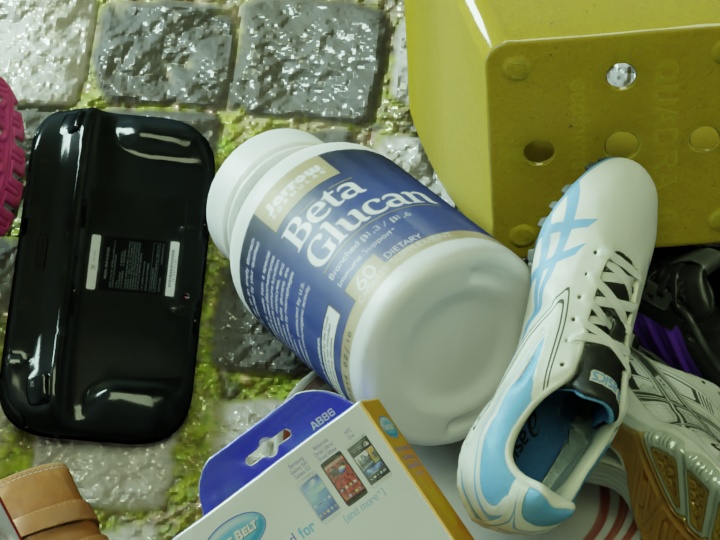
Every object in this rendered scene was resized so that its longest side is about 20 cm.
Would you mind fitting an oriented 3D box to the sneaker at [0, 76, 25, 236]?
[{"bbox_3d":[-0.253,-0.024,1.605,0.088,0.081,0.201,19,71,25],"label":"sneaker"}]

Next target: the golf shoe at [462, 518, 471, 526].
[{"bbox_3d":[0.088,0.200,1.481,0.200,0.073,0.092,40,68,21],"label":"golf shoe"}]

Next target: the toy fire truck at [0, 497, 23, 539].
[{"bbox_3d":[-0.198,0.187,1.391,0.168,0.112,0.200,-13,64,-46],"label":"toy fire truck"}]

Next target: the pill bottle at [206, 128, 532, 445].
[{"bbox_3d":[0.000,0.000,1.542,0.111,0.111,0.200,-33,37,-15],"label":"pill bottle"}]

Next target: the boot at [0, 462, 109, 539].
[{"bbox_3d":[-0.128,0.165,1.511,0.199,0.074,0.155,-15,58,-9],"label":"boot"}]

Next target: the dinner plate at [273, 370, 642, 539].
[{"bbox_3d":[0.053,0.104,1.530,0.199,0.024,0.201,7,37,-5],"label":"dinner plate"}]

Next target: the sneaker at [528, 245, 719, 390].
[{"bbox_3d":[0.169,0.009,1.565,0.070,0.100,0.200,-41,68,-21],"label":"sneaker"}]

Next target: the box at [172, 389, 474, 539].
[{"bbox_3d":[0.001,0.157,1.430,0.119,0.041,0.200,-37,83,11],"label":"box"}]

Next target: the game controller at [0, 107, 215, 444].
[{"bbox_3d":[-0.137,0.001,1.625,0.104,0.042,0.201,9,62,-9],"label":"game controller"}]

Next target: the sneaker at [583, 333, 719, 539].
[{"bbox_3d":[0.166,0.091,1.494,0.087,0.076,0.200,-19,46,-35],"label":"sneaker"}]

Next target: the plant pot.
[{"bbox_3d":[0.125,-0.116,1.549,0.199,0.201,0.177,-4,38,0],"label":"plant pot"}]

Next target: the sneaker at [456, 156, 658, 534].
[{"bbox_3d":[0.109,0.037,1.445,0.072,0.072,0.201,-1,61,49],"label":"sneaker"}]
